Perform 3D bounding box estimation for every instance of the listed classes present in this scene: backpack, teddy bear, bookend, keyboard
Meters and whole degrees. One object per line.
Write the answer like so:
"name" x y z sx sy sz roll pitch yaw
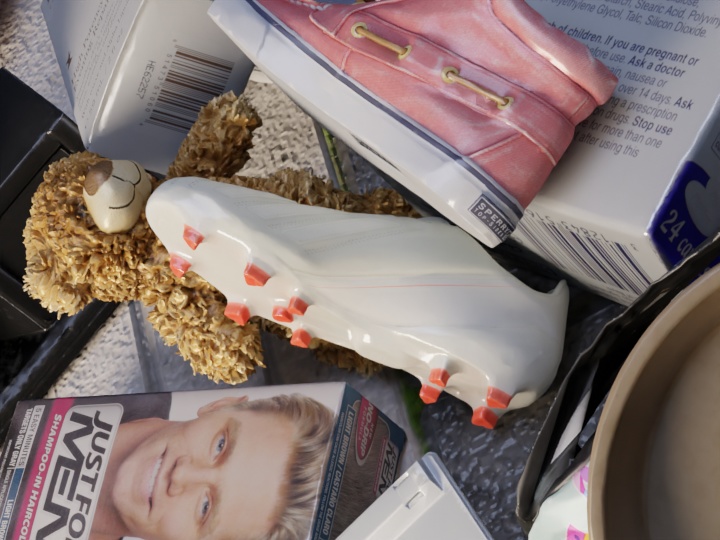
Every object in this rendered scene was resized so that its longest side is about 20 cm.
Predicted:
"backpack" 0.156 0.068 0.780 0.200 0.167 0.127 -44 63 11
"teddy bear" -0.061 -0.014 0.993 0.200 0.067 0.145 28 73 2
"bookend" -0.219 -0.030 1.078 0.200 0.199 0.092 -50 44 -4
"keyboard" -0.021 0.162 0.881 0.200 0.011 0.056 -46 65 20

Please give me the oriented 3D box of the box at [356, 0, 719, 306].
"box" 0.128 -0.096 0.943 0.184 0.105 0.200 22 76 43

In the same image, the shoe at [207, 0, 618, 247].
"shoe" 0.021 -0.095 0.902 0.091 0.071 0.200 -50 51 -2

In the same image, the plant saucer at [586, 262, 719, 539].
"plant saucer" 0.176 0.080 0.692 0.199 0.029 0.201 1 95 16

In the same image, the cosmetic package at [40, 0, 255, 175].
"cosmetic package" -0.114 -0.138 1.109 0.102 0.074 0.200 -65 26 20

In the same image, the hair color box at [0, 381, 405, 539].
"hair color box" -0.085 0.112 0.985 0.200 0.061 0.100 -5 59 32

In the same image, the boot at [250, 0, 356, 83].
"boot" -0.028 -0.147 1.096 0.200 0.090 0.073 10 67 39

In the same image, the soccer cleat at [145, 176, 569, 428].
"soccer cleat" 0.000 0.000 0.939 0.078 0.200 0.069 -66 5 -24
